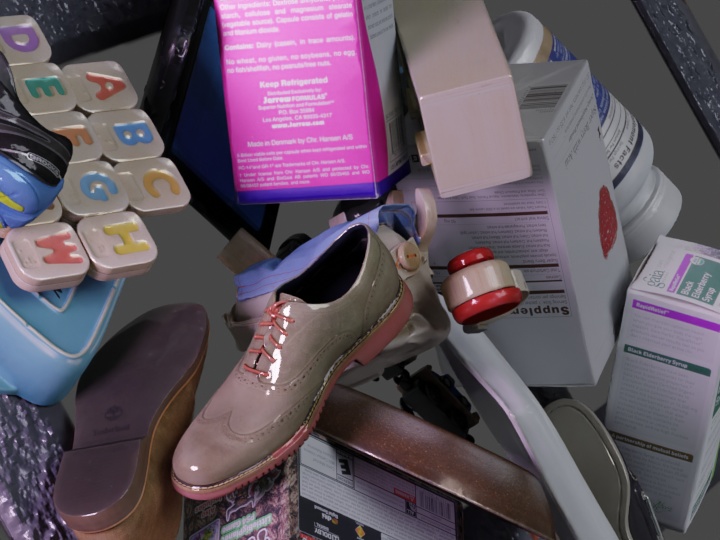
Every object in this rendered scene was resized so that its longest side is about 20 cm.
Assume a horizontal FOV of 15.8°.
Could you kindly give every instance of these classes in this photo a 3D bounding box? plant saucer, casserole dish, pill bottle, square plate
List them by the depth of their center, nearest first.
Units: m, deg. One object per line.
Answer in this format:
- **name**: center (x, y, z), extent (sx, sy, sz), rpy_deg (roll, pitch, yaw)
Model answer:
- **casserole dish**: center (-0.193, -0.009, 1.585), extent (0.121, 0.039, 0.201), rpy_deg (42, 40, -22)
- **plant saucer**: center (0.041, 0.118, 1.661), extent (0.200, 0.200, 0.037), rpy_deg (27, 85, -37)
- **square plate**: center (0.114, 0.117, 1.750), extent (0.199, 0.028, 0.200), rpy_deg (59, -3, -31)
- **pill bottle**: center (0.156, -0.097, 2.007), extent (0.200, 0.111, 0.111), rpy_deg (43, 39, -23)

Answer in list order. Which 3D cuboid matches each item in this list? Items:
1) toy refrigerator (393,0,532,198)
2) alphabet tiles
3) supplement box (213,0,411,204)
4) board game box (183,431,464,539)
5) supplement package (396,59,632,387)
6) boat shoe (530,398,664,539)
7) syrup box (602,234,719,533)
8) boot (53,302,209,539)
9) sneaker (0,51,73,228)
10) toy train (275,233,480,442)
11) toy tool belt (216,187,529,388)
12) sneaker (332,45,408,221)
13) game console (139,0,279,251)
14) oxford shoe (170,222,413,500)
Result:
- **toy refrigerator**: center (0.061, -0.130, 1.742), extent (0.200, 0.070, 0.076), rpy_deg (-104, 180, -61)
- **alphabet tiles**: center (-0.203, -0.075, 1.578), extent (0.195, 0.015, 0.201), rpy_deg (-9, 58, -38)
- **supplement box**: center (-0.033, -0.152, 1.703), extent (0.101, 0.103, 0.201), rpy_deg (-40, 126, -73)
- **board game box**: center (-0.020, 0.220, 1.584), extent (0.159, 0.097, 0.201), rpy_deg (28, 46, -36)
- **supplement package**: center (0.110, -0.032, 1.835), extent (0.121, 0.119, 0.201), rpy_deg (-58, 141, -52)
- **boat shoe**: center (0.182, 0.188, 1.889), extent (0.201, 0.072, 0.063), rpy_deg (68, 21, 5)
- **syrup box**: center (0.229, 0.084, 1.899), extent (0.081, 0.201, 0.079), rpy_deg (17, 36, 14)
- **boot**: center (-0.132, 0.102, 1.576), extent (0.200, 0.073, 0.076), rpy_deg (-72, 147, -46)
- **sneaker**: center (-0.254, -0.107, 1.522), extent (0.199, 0.071, 0.083), rpy_deg (40, 47, 0)
- **toy train**: center (0.013, 0.050, 1.801), extent (0.200, 0.034, 0.046), rpy_deg (47, 27, -17)
- **toy tool belt**: center (0.000, 0.000, 1.678), extent (0.125, 0.199, 0.123), rpy_deg (0, 68, -60)
- **sneaker**: center (0.008, -0.092, 1.878), extent (0.082, 0.073, 0.200), rpy_deg (27, 42, -2)
- **game console**: center (-0.080, -0.144, 1.755), extent (0.116, 0.176, 0.201), rpy_deg (17, 47, -7)
- **oxford shoe**: center (-0.051, 0.051, 1.550), extent (0.200, 0.070, 0.075), rpy_deg (-49, 138, -27)
